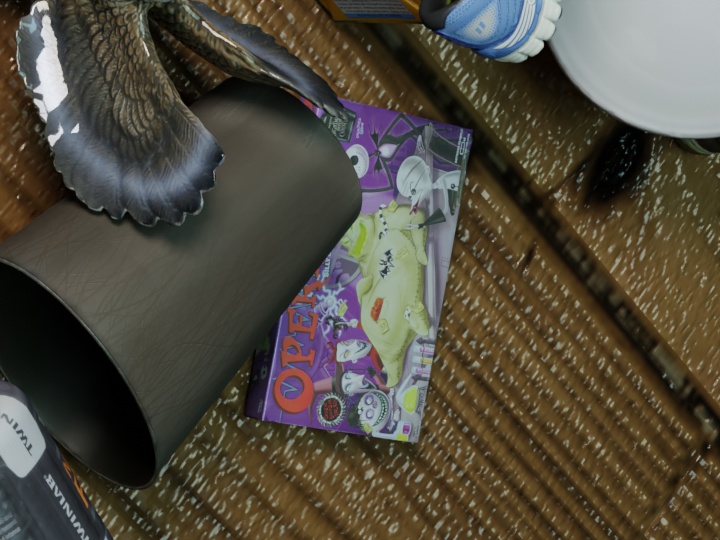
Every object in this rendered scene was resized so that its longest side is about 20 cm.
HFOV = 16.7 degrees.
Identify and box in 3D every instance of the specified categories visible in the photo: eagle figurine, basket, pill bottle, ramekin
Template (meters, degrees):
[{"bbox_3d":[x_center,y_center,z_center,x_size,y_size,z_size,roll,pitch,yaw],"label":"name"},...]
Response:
[{"bbox_3d":[-0.115,-0.137,1.327,0.151,0.151,0.201,-23,107,9],"label":"eagle figurine"},{"bbox_3d":[-0.102,-0.006,1.385,0.200,0.135,0.181,-47,144,-26],"label":"basket"},{"bbox_3d":[-0.205,0.134,1.348,0.106,0.106,0.201,-38,114,-24],"label":"pill bottle"},{"bbox_3d":[0.209,-0.183,1.550,0.200,0.094,0.204,0,93,2],"label":"ramekin"}]

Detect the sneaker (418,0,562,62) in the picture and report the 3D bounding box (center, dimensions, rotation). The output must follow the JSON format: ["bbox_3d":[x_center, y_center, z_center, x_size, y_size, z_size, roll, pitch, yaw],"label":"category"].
[{"bbox_3d":[0.074,-0.220,1.363,0.089,0.078,0.202,6,92,-35],"label":"sneaker"}]

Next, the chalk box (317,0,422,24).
[{"bbox_3d":[0.036,-0.259,1.453,0.124,0.125,0.200,46,72,-28],"label":"chalk box"}]

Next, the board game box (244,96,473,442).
[{"bbox_3d":[0.000,0.000,1.516,0.119,0.032,0.202,10,90,-29],"label":"board game box"}]

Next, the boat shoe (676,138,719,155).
[{"bbox_3d":[0.243,-0.177,1.631,0.071,0.066,0.203,-6,99,-32],"label":"boat shoe"}]
